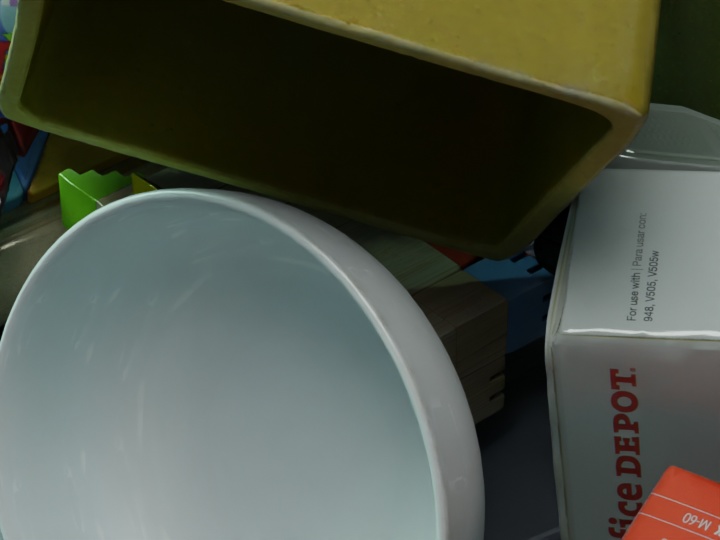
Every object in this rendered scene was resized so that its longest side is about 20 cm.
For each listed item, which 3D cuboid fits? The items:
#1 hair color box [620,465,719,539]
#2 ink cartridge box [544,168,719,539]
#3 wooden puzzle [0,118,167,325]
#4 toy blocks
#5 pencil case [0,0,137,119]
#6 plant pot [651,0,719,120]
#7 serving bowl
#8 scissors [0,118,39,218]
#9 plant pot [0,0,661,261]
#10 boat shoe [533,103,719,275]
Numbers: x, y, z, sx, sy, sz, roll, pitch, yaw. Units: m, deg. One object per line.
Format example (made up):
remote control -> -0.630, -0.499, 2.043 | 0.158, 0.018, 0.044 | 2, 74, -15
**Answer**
hair color box -> 0.079, 0.174, 0.880 | 0.064, 0.111, 0.200 | 19, 53, 25
ink cartridge box -> 0.168, 0.044, 0.958 | 0.199, 0.147, 0.083 | 3, 47, 10
wooden puzzle -> -0.139, -0.092, 1.124 | 0.184, 0.037, 0.201 | -25, 87, -14
toy blocks -> 0.000, 0.000, 1.068 | 0.136, 0.100, 0.200 | -27, 43, -31
pencil case -> -0.051, -0.094, 1.061 | 0.199, 0.087, 0.078 | 3, 23, -8
plant pot -> 0.146, -0.134, 1.088 | 0.199, 0.190, 0.201 | -3, 48, 4
serving bowl -> -0.034, 0.068, 0.959 | 0.200, 0.201, 0.066 | 30, 26, 30
scissors -> -0.146, -0.047, 1.092 | 0.073, 0.014, 0.201 | 26, 75, -5
plant pot -> 0.002, -0.141, 0.946 | 0.193, 0.196, 0.201 | 16, 74, -6
boat shoe -> 0.161, -0.018, 1.031 | 0.199, 0.061, 0.076 | 9, 27, -5
